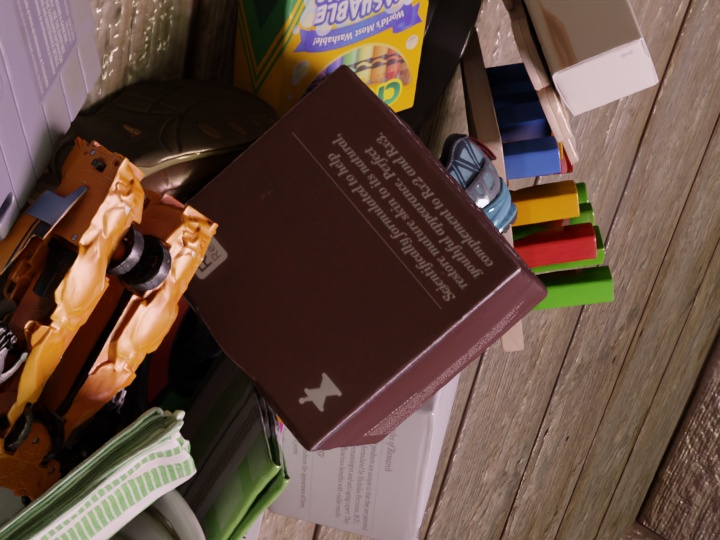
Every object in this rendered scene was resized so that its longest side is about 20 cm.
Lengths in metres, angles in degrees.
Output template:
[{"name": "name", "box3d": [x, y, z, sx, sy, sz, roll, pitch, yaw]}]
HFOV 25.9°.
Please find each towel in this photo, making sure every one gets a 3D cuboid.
[{"name": "towel", "box3d": [-0.099, 0.140, 1.069, 0.149, 0.031, 0.200, -56, -159, 16]}, {"name": "towel", "box3d": [-0.155, 0.138, 0.878, 0.152, 0.023, 0.200, -38, 172, -11]}]

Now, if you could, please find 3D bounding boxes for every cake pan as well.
[{"name": "cake pan", "box3d": [0.025, -0.172, 1.178, 0.200, 0.037, 0.200, -48, 157, -28]}]

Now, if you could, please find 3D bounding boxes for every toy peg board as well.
[{"name": "toy peg board", "box3d": [0.145, -0.075, 1.292, 0.200, 0.098, 0.200, -95, 176, -55]}]

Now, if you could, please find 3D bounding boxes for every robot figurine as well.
[{"name": "robot figurine", "box3d": [-0.162, 0.037, 0.837, 0.200, 0.058, 0.145, -58, 146, -5]}]

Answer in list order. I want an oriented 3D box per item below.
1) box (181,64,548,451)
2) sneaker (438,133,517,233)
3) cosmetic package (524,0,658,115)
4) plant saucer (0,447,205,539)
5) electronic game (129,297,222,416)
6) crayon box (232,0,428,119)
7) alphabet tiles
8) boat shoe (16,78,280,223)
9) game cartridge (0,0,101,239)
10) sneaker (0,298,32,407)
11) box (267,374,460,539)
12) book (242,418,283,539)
[{"name": "box", "box3d": [0.000, 0.000, 0.990, 0.164, 0.166, 0.200, -41, 169, 5]}, {"name": "sneaker", "box3d": [0.009, -0.039, 1.148, 0.200, 0.096, 0.079, -25, -168, -9]}, {"name": "cosmetic package", "box3d": [0.151, -0.228, 1.166, 0.071, 0.200, 0.105, -21, 162, 12]}, {"name": "plant saucer", "box3d": [-0.186, 0.212, 0.981, 0.200, 0.200, 0.050, -52, 155, -19]}, {"name": "electronic game", "box3d": [-0.101, 0.029, 1.157, 0.200, 0.042, 0.200, -48, 157, -28]}, {"name": "crayon box", "box3d": [-0.018, -0.158, 1.020, 0.126, 0.052, 0.200, -24, 138, -34]}, {"name": "alphabet tiles", "box3d": [0.133, -0.188, 1.226, 0.200, 0.015, 0.196, -93, 159, -55]}, {"name": "boat shoe", "box3d": [-0.130, -0.062, 0.935, 0.200, 0.072, 0.068, -27, 147, -45]}, {"name": "game cartridge", "box3d": [-0.174, -0.124, 0.747, 0.200, 0.038, 0.130, 89, 15, -54]}, {"name": "sneaker", "box3d": [-0.231, 0.058, 0.884, 0.200, 0.073, 0.071, -35, 121, -42]}, {"name": "box", "box3d": [0.011, 0.082, 1.274, 0.200, 0.130, 0.199, 95, 10, -50]}, {"name": "book", "box3d": [-0.105, 0.183, 1.121, 0.134, 0.048, 0.200, -48, -158, 48]}]
